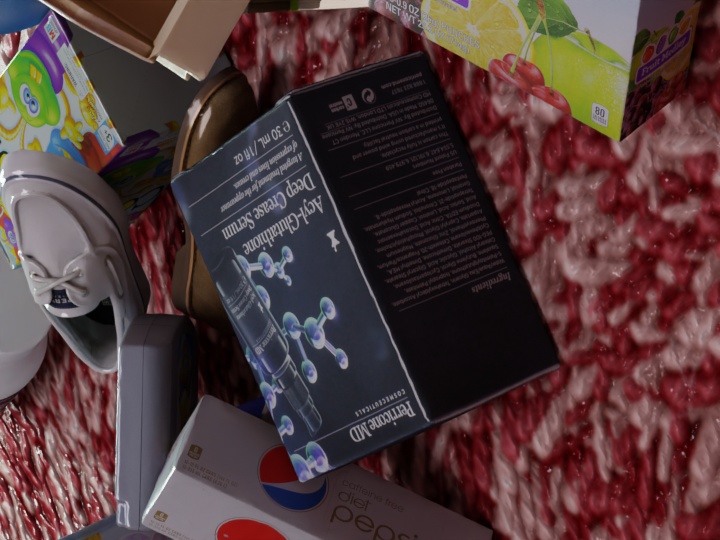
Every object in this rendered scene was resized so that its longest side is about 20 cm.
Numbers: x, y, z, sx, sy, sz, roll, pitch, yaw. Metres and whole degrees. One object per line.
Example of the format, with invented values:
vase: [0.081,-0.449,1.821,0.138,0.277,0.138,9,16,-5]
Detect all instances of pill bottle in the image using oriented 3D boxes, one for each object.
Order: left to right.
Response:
pill bottle: [-0.306,0.061,1.795,0.114,0.112,0.200,62,144,10]

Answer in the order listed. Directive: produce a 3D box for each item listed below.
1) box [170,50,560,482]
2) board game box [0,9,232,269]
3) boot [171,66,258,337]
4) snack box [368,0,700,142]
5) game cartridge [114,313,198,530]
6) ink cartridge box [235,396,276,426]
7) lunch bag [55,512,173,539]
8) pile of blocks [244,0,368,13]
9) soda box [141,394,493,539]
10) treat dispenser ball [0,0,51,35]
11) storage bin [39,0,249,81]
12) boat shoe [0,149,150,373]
box: [0.000,0.000,1.369,0.148,0.107,0.201,-30,83,53]
board game box: [-0.176,-0.097,1.554,0.104,0.104,0.200,62,144,8]
boot: [-0.073,-0.038,1.488,0.075,0.073,0.201,31,139,28]
snack box: [0.088,-0.188,1.152,0.168,0.068,0.201,30,137,28]
game cartridge: [-0.131,0.095,1.541,0.200,0.040,0.135,29,-121,-88]
ink cartridge box: [-0.056,0.121,1.512,0.037,0.094,0.201,52,141,23]
lunch bag: [-0.196,0.276,1.681,0.127,0.199,0.171,-39,75,53]
pile of blocks: [-0.050,-0.181,1.368,0.199,0.082,0.063,5,100,50]
soda box: [-0.025,0.155,1.423,0.199,0.064,0.068,26,138,-7]
treat dispenser ball: [-0.241,-0.248,1.484,0.200,0.200,0.202,27,127,43]
storage bin: [-0.115,-0.231,1.315,0.198,0.093,0.201,35,96,50]
boat shoe: [-0.181,-0.002,1.510,0.073,0.066,0.200,-2,148,18]
